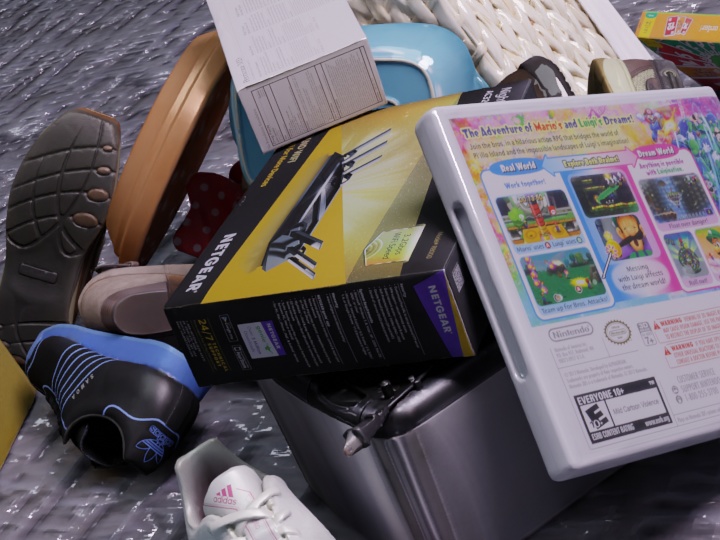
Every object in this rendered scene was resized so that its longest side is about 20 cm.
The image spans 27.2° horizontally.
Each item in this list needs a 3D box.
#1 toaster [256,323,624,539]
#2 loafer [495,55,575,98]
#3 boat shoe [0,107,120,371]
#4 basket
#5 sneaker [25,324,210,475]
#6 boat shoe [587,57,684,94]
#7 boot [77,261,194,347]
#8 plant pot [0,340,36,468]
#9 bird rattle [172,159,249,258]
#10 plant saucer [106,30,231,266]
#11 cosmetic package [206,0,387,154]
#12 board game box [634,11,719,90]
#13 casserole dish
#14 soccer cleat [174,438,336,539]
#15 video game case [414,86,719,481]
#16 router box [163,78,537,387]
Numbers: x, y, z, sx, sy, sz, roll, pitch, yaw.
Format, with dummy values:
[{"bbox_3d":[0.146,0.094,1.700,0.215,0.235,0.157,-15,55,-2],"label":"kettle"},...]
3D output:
[{"bbox_3d":[0.044,0.056,0.811,0.199,0.119,0.180,-32,27,-20],"label":"toaster"},{"bbox_3d":[0.122,-0.031,0.884,0.071,0.073,0.201,-24,64,-3],"label":"loafer"},{"bbox_3d":[-0.229,-0.026,1.124,0.075,0.202,0.074,21,11,0],"label":"boat shoe"},{"bbox_3d":[0.088,-0.143,1.017,0.123,0.201,0.135,-39,1,-38],"label":"basket"},{"bbox_3d":[-0.177,0.087,0.982,0.199,0.070,0.078,-1,52,52],"label":"sneaker"},{"bbox_3d":[0.193,-0.053,0.888,0.065,0.072,0.202,-15,56,-3],"label":"boat shoe"},{"bbox_3d":[-0.096,0.024,1.036,0.198,0.071,0.146,4,3,-9],"label":"boot"},{"bbox_3d":[-0.366,0.077,0.999,0.194,0.201,0.195,-15,27,13],"label":"plant pot"},{"bbox_3d":[-0.054,-0.055,1.073,0.112,0.201,0.163,0,39,-48],"label":"bird rattle"},{"bbox_3d":[-0.138,-0.094,1.101,0.037,0.201,0.201,25,34,-2],"label":"plant saucer"},{"bbox_3d":[-0.048,-0.152,0.932,0.082,0.051,0.201,-20,36,-1],"label":"cosmetic package"},{"bbox_3d":[0.294,-0.147,1.033,0.199,0.095,0.030,12,80,51],"label":"board game box"},{"bbox_3d":[-0.009,-0.096,0.974,0.198,0.122,0.039,1,18,26],"label":"casserole dish"},{"bbox_3d":[-0.043,0.149,0.742,0.070,0.087,0.200,-31,28,-18],"label":"soccer cleat"},{"bbox_3d":[0.138,-0.003,0.732,0.199,0.183,0.024,-8,-21,-35],"label":"video game case"},{"bbox_3d":[0.006,-0.023,0.795,0.156,0.053,0.200,-9,29,25],"label":"router box"}]
